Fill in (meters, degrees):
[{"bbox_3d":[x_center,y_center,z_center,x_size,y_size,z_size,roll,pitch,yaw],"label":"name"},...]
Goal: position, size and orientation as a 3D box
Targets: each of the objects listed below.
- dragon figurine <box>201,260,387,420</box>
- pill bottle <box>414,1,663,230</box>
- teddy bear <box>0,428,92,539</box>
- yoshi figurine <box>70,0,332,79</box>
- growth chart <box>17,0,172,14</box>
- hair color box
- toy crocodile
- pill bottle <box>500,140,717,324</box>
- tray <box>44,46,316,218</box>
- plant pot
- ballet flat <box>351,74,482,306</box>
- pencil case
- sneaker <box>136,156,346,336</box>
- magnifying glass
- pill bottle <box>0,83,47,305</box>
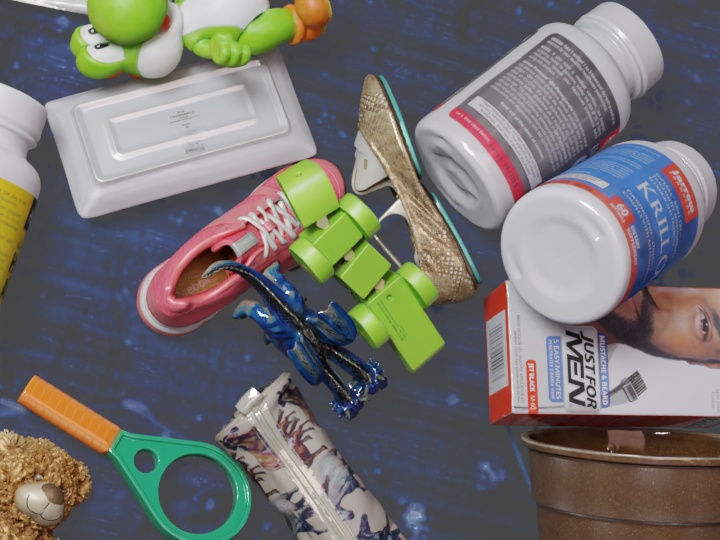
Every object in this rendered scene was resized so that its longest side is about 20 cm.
[{"bbox_3d":[-0.042,0.047,1.120,0.099,0.200,0.059,34,78,32],"label":"dragon figurine"},{"bbox_3d":[0.151,-0.133,1.202,0.200,0.111,0.111,-38,93,-14],"label":"pill bottle"},{"bbox_3d":[-0.271,0.221,1.082,0.145,0.067,0.200,46,76,-6],"label":"teddy bear"},{"bbox_3d":[-0.128,-0.206,1.127,0.199,0.112,0.113,-19,114,-14],"label":"yoshi figurine"},{"bbox_3d":[-0.238,-0.269,1.176,0.198,0.018,0.146,13,80,-11],"label":"growth chart"},{"bbox_3d":[0.207,0.071,1.209,0.198,0.064,0.112,2,75,-14],"label":"hair color box"},{"bbox_3d":[0.000,0.000,1.141,0.067,0.062,0.200,-44,117,-8],"label":"toy crocodile"},{"bbox_3d":[0.208,-0.041,1.170,0.200,0.112,0.113,-29,90,-47],"label":"pill bottle"},{"bbox_3d":[-0.142,-0.117,1.164,0.199,0.022,0.108,-17,74,-14],"label":"tray"},{"bbox_3d":[0.224,0.232,1.142,0.199,0.200,0.200,1,90,-13],"label":"plant pot"},{"bbox_3d":[0.030,-0.060,1.190,0.065,0.071,0.201,-25,86,-1],"label":"ballet flat"},{"bbox_3d":[-0.033,0.175,1.133,0.078,0.089,0.201,-36,91,-14],"label":"pencil case"},{"bbox_3d":[-0.084,-0.018,1.145,0.200,0.087,0.074,-39,93,-15],"label":"sneaker"},{"bbox_3d":[-0.174,0.145,1.130,0.199,0.022,0.080,34,61,-8],"label":"magnifying glass"},{"bbox_3d":[-0.303,-0.039,1.084,0.111,0.111,0.201,19,80,-10],"label":"pill bottle"}]
